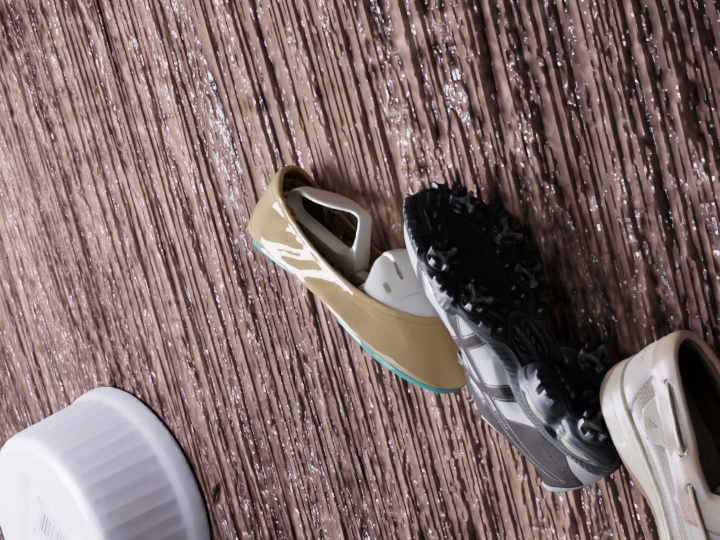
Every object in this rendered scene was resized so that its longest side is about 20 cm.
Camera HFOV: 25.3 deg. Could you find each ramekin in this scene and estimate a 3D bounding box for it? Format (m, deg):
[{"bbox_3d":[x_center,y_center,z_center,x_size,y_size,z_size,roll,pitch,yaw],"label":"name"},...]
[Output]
[{"bbox_3d":[-0.224,0.209,1.355,0.200,0.097,0.202,26,126,41],"label":"ramekin"}]

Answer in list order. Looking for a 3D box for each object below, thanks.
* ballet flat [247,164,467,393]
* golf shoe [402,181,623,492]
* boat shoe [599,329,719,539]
[{"bbox_3d":[0.000,0.000,1.012,0.200,0.068,0.063,38,120,31],"label":"ballet flat"},{"bbox_3d":[0.077,0.043,0.928,0.201,0.077,0.095,57,147,21],"label":"golf shoe"},{"bbox_3d":[0.194,0.128,0.831,0.201,0.071,0.065,62,143,10],"label":"boat shoe"}]
